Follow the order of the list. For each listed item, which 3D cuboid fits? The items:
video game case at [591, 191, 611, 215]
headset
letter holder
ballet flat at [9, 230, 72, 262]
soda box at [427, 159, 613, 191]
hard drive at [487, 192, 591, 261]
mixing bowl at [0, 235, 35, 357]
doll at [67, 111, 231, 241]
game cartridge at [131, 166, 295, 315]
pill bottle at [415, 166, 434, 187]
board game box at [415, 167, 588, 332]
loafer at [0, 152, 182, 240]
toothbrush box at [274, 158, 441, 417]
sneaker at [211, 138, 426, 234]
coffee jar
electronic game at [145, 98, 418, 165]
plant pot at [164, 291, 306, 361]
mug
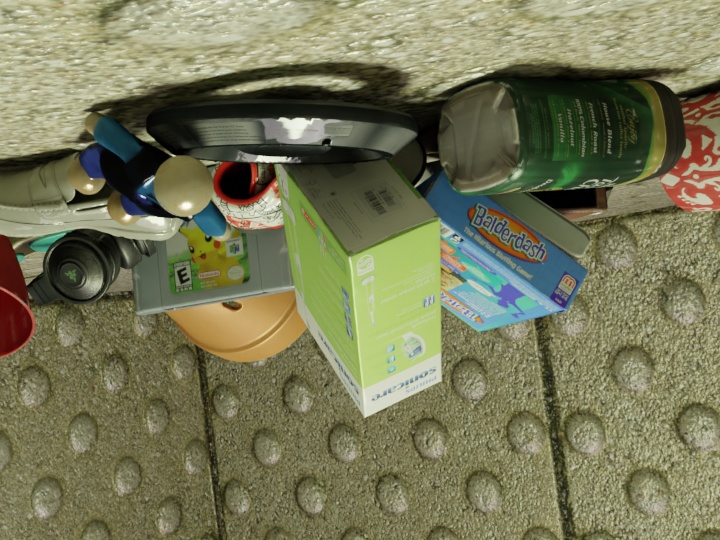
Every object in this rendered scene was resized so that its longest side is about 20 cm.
[{"bbox_3d":[0.217,-0.097,1.285,0.179,0.024,0.200,-8,-160,25],"label":"video game case"},{"bbox_3d":[-0.250,-0.033,1.013,0.199,0.095,0.124,-22,-163,41],"label":"headset"},{"bbox_3d":[0.125,-0.091,1.029,0.140,0.102,0.200,-5,177,-16],"label":"letter holder"},{"bbox_3d":[-0.348,-0.040,1.094,0.198,0.070,0.069,-24,-179,-9],"label":"ballet flat"},{"bbox_3d":[0.173,-0.104,1.177,0.197,0.072,0.063,-9,-178,22],"label":"soda box"},{"bbox_3d":[0.121,-0.032,0.979,0.131,0.026,0.200,34,165,1],"label":"hard drive"},{"bbox_3d":[-0.398,-0.002,0.983,0.197,0.110,0.201,-4,152,-2],"label":"mixing bowl"},{"bbox_3d":[-0.150,-0.062,0.773,0.136,0.049,0.199,41,165,-23],"label":"doll"},{"bbox_3d":[-0.147,-0.034,1.067,0.197,0.135,0.040,-10,169,23],"label":"game cartridge"},{"bbox_3d":[0.012,-0.062,1.207,0.109,0.113,0.200,-7,178,-16],"label":"pill bottle"},{"bbox_3d":[0.094,-0.012,0.959,0.151,0.045,0.200,35,164,-8],"label":"board game box"},{"bbox_3d":[-0.245,-0.069,0.894,0.197,0.071,0.070,0,135,-11],"label":"loafer"},{"bbox_3d":[0.000,0.000,0.917,0.085,0.202,0.146,-21,-133,-17],"label":"toothbrush box"},{"bbox_3d":[-0.038,-0.087,0.962,0.198,0.068,0.108,-15,167,4],"label":"sneaker"},{"bbox_3d":[0.167,-0.109,0.863,0.198,0.087,0.104,-7,178,-33],"label":"coffee jar"},{"bbox_3d":[-0.056,-0.103,0.778,0.197,0.042,0.200,0,-178,0],"label":"electronic game"},{"bbox_3d":[-0.152,-0.011,1.174,0.197,0.203,0.140,-8,163,23],"label":"plant pot"},{"bbox_3d":[0.393,-0.115,0.968,0.176,0.136,0.199,-4,180,-36],"label":"mug"}]
